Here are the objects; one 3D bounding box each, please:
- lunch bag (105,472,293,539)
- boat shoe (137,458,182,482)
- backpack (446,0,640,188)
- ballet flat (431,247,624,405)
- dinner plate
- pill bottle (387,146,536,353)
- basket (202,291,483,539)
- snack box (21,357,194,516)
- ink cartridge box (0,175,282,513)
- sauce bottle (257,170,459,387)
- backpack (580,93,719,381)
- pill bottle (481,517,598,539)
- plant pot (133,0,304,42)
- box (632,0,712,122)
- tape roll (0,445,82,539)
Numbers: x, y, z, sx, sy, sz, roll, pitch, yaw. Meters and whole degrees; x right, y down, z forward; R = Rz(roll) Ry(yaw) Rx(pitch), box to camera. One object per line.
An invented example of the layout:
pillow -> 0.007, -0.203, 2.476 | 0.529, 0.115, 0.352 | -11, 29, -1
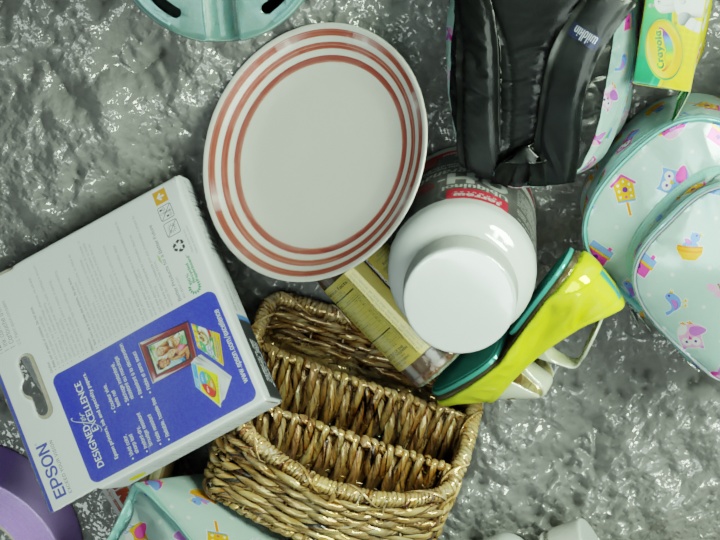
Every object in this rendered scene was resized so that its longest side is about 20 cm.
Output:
lunch bag -> -0.087, 0.255, 1.713 | 0.200, 0.170, 0.122 | 42, 115, 31
boat shoe -> -0.165, 0.081, 1.746 | 0.064, 0.071, 0.201 | 10, 98, 9
backpack -> 0.138, -0.161, 1.589 | 0.166, 0.126, 0.201 | 12, 110, 27
ballet flat -> 0.130, 0.060, 1.647 | 0.067, 0.067, 0.200 | 37, 132, -7
dinner plate -> -0.032, -0.089, 1.641 | 0.199, 0.024, 0.201 | -7, 76, 31
pill bottle -> 0.077, -0.013, 1.617 | 0.110, 0.200, 0.111 | 1, 111, 4
basket -> -0.012, 0.128, 1.712 | 0.199, 0.143, 0.149 | 20, 113, -3
snack box -> -0.212, 0.115, 1.788 | 0.072, 0.024, 0.200 | -25, 107, 13
ink cartridge box -> -0.185, 0.059, 1.683 | 0.200, 0.047, 0.198 | -28, 74, 15
sauce bottle -> 0.000, 0.000, 1.696 | 0.065, 0.065, 0.200 | -41, 91, 18
backpack -> 0.264, -0.028, 1.623 | 0.200, 0.153, 0.176 | 41, 112, -2
pill bottle -> 0.107, 0.280, 1.776 | 0.199, 0.114, 0.115 | -23, 108, 13
plant pot -> -0.090, -0.259, 1.538 | 0.199, 0.196, 0.201 | 2, 111, 4
box -> 0.235, -0.217, 1.566 | 0.048, 0.117, 0.201 | 9, 112, 11
tape roll -> -0.338, 0.245, 1.830 | 0.199, 0.066, 0.201 | 2, 111, 5
